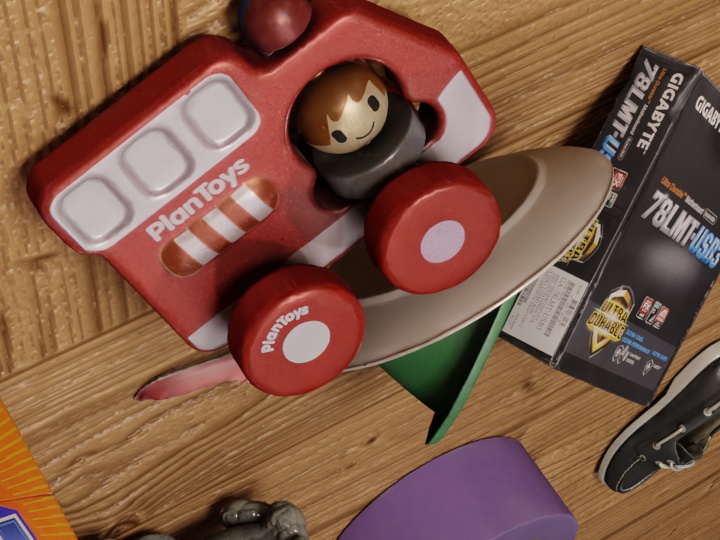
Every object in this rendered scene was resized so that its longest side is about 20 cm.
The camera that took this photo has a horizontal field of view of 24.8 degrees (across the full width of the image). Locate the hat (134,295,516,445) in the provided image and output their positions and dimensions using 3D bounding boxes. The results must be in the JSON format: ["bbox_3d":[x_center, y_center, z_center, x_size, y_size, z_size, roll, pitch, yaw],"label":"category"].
[{"bbox_3d":[0.000,0.000,0.986,0.200,0.176,0.166,-62,177,-48],"label":"hat"}]

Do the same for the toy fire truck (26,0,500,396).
[{"bbox_3d":[-0.037,-0.050,0.784,0.200,0.112,0.168,-38,134,2],"label":"toy fire truck"}]

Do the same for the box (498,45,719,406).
[{"bbox_3d":[0.185,-0.020,1.055,0.199,0.050,0.200,-61,151,2],"label":"box"}]

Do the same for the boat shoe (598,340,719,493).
[{"bbox_3d":[0.292,0.149,1.502,0.076,0.060,0.200,-9,143,-41],"label":"boat shoe"}]

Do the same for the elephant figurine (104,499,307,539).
[{"bbox_3d":[-0.132,0.225,1.088,0.200,0.156,0.141,-9,-173,-24],"label":"elephant figurine"}]

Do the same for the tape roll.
[{"bbox_3d":[0.077,0.234,1.371,0.200,0.085,0.200,-28,153,-16],"label":"tape roll"}]

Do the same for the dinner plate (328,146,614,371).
[{"bbox_3d":[0.043,-0.015,0.880,0.200,0.200,0.024,-34,110,-3],"label":"dinner plate"}]

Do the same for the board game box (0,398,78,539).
[{"bbox_3d":[-0.265,0.179,0.770,0.200,0.200,0.200,-3,138,-46],"label":"board game box"}]
